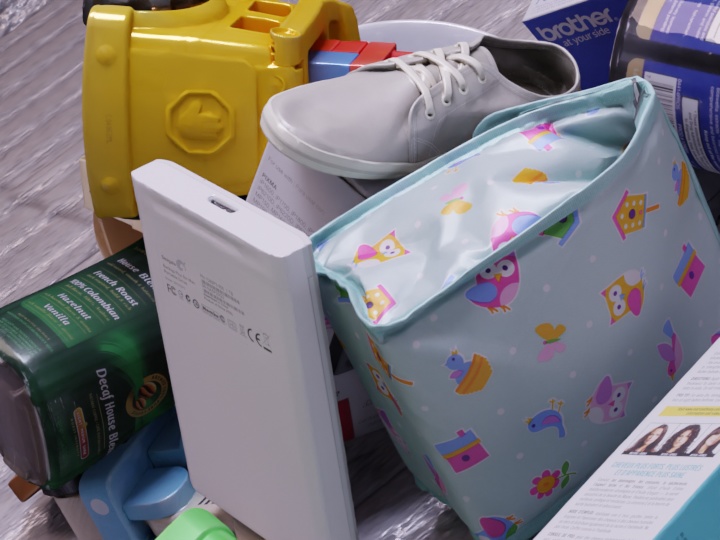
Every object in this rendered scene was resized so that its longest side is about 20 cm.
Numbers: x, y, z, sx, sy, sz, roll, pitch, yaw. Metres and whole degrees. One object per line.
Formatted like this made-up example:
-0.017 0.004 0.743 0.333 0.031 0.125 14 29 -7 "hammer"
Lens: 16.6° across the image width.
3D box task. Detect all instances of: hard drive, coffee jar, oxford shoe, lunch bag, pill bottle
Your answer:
-0.059 0.052 1.288 0.026 0.201 0.132 -28 37 -29 "hard drive"
-0.126 0.035 1.428 0.200 0.105 0.085 -32 47 -28 "coffee jar"
0.035 -0.090 1.288 0.200 0.075 0.058 -8 -42 -34 "oxford shoe"
0.095 0.014 1.257 0.200 0.171 0.122 -35 33 -10 "lunch bag"
0.242 -0.097 1.325 0.200 0.112 0.112 17 48 35 "pill bottle"

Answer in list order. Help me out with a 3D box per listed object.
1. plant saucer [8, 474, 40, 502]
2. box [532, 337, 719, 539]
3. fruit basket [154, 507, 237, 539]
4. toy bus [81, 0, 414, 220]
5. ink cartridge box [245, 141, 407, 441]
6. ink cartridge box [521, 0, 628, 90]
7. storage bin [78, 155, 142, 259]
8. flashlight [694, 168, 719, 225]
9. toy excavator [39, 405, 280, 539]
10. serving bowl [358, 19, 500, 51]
-0.157 0.078 1.647 0.200 0.032 0.200 -41 0 0 "plant saucer"
0.163 0.093 1.146 0.200 0.049 0.082 -43 21 -27 "box"
-0.124 0.209 1.157 0.215 0.156 0.216 -17 31 11 "fruit basket"
-0.056 -0.112 1.435 0.191 0.136 0.200 1 19 9 "toy bus"
0.000 0.000 1.373 0.147 0.086 0.200 -17 -37 -41 "ink cartridge box"
0.201 -0.152 1.449 0.200 0.094 0.044 -13 40 45 "ink cartridge box"
-0.070 -0.044 1.684 0.198 0.094 0.200 -9 11 -20 "storage bin"
0.242 -0.074 1.425 0.200 0.068 0.068 -26 -18 8 "flashlight"
-0.096 0.131 1.434 0.200 0.100 0.195 -10 29 33 "toy excavator"
0.027 -0.070 1.544 0.199 0.066 0.200 -2 43 2 "serving bowl"
